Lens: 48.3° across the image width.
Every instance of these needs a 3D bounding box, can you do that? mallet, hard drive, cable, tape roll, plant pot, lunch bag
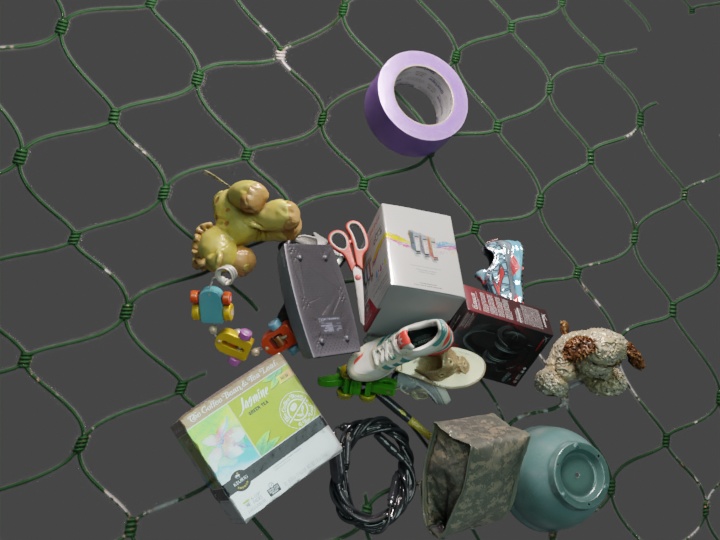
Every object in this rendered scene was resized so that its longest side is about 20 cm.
[{"bbox_3d":[0.091,0.288,1.480,0.200,0.041,0.066,33,69,-3],"label":"mallet"},{"bbox_3d":[-0.075,0.053,1.381,0.135,0.042,0.201,-1,72,-50],"label":"hard drive"},{"bbox_3d":[0.023,0.364,1.428,0.163,0.051,0.201,-1,72,-25],"label":"cable"},{"bbox_3d":[0.114,-0.342,1.649,0.199,0.085,0.201,6,73,-19],"label":"tape roll"},{"bbox_3d":[0.377,0.385,1.498,0.200,0.134,0.201,6,73,-18],"label":"plant pot"},{"bbox_3d":[0.195,0.368,1.422,0.164,0.117,0.201,0,106,-40],"label":"lunch bag"}]

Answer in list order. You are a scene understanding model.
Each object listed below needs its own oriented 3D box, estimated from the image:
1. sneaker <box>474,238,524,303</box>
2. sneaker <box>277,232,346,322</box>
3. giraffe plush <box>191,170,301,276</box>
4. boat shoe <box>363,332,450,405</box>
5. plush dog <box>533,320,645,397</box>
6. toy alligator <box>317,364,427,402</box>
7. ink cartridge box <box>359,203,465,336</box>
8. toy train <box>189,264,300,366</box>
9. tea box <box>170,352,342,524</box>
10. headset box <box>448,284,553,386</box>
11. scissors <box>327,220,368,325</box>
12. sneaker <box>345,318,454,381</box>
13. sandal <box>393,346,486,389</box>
[{"bbox_3d":[0.273,0.032,1.610,0.095,0.079,0.201,8,64,-4],"label":"sneaker"},{"bbox_3d":[-0.120,0.006,1.472,0.115,0.075,0.200,39,55,0],"label":"sneaker"},{"bbox_3d":[-0.220,-0.061,1.406,0.200,0.173,0.163,24,75,3],"label":"giraffe plush"},{"bbox_3d":[0.083,0.184,1.495,0.071,0.070,0.201,-42,92,-7],"label":"boat shoe"},{"bbox_3d":[0.452,0.161,1.571,0.199,0.172,0.161,4,73,-18],"label":"plush dog"},{"bbox_3d":[0.023,0.202,1.456,0.199,0.059,0.054,7,29,-1],"label":"toy alligator"},{"bbox_3d":[0.088,0.004,1.468,0.144,0.145,0.200,10,47,-16],"label":"ink cartridge box"},{"bbox_3d":[-0.198,0.080,1.389,0.150,0.056,0.200,-36,105,17],"label":"toy train"},{"bbox_3d":[-0.174,0.277,1.328,0.200,0.134,0.197,-33,87,-24],"label":"tea box"},{"bbox_3d":[0.235,0.122,1.510,0.200,0.149,0.077,17,35,-16],"label":"headset box"},{"bbox_3d":[0.000,0.000,1.460,0.073,0.014,0.200,-18,68,-10],"label":"scissors"},{"bbox_3d":[0.061,0.129,1.380,0.199,0.093,0.070,-20,66,6],"label":"sneaker"},{"bbox_3d":[0.130,0.166,1.432,0.211,0.070,0.078,12,82,-6],"label":"sandal"}]
